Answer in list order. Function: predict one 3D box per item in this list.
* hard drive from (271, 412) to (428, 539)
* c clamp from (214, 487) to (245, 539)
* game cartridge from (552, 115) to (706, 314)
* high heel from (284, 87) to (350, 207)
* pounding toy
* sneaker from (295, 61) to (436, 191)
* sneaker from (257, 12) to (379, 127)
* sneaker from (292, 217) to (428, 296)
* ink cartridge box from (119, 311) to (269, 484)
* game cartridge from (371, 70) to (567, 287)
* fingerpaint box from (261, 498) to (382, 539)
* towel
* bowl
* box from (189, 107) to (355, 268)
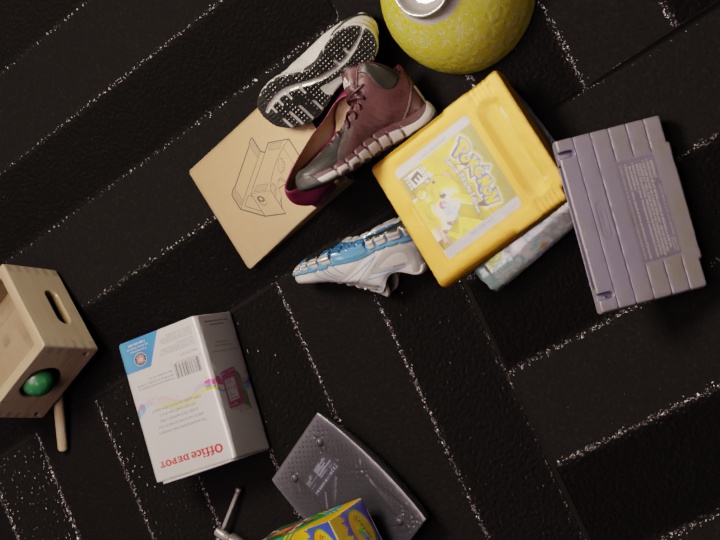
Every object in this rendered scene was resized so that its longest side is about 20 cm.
[{"bbox_3d":[-0.010,0.290,1.843,0.200,0.042,0.135,42,113,21],"label":"hard drive"},{"bbox_3d":[-0.132,0.420,1.933,0.200,0.027,0.171,35,111,24],"label":"c clamp"},{"bbox_3d":[0.302,-0.063,1.603,0.129,0.038,0.200,-14,85,-7],"label":"game cartridge"},{"bbox_3d":[-0.030,-0.170,1.781,0.067,0.096,0.200,23,93,19],"label":"high heel"},{"bbox_3d":[-0.473,0.131,2.077,0.184,0.142,0.200,-48,59,24],"label":"pounding toy"},{"bbox_3d":[-0.015,-0.184,1.739,0.116,0.200,0.076,60,162,-5],"label":"sneaker"},{"bbox_3d":[-0.048,-0.253,1.817,0.200,0.080,0.074,-33,109,28],"label":"sneaker"},{"bbox_3d":[0.000,0.000,1.806,0.200,0.075,0.087,-17,107,39],"label":"sneaker"},{"bbox_3d":[-0.226,0.173,1.942,0.144,0.085,0.200,-21,81,31],"label":"ink cartridge box"},{"bbox_3d":[0.131,-0.106,1.686,0.200,0.032,0.177,-38,74,26],"label":"game cartridge"},{"bbox_3d":[-0.028,0.409,1.806,0.167,0.073,0.200,-27,90,42],"label":"fingerpaint box"},{"bbox_3d":[0.164,-0.103,1.710,0.171,0.048,0.200,-44,72,27],"label":"towel"},{"bbox_3d":[0.097,-0.336,1.701,0.200,0.108,0.201,2,93,31],"label":"bowl"},{"bbox_3d":[-0.119,-0.125,1.895,0.200,0.021,0.164,-39,74,26],"label":"box"}]
